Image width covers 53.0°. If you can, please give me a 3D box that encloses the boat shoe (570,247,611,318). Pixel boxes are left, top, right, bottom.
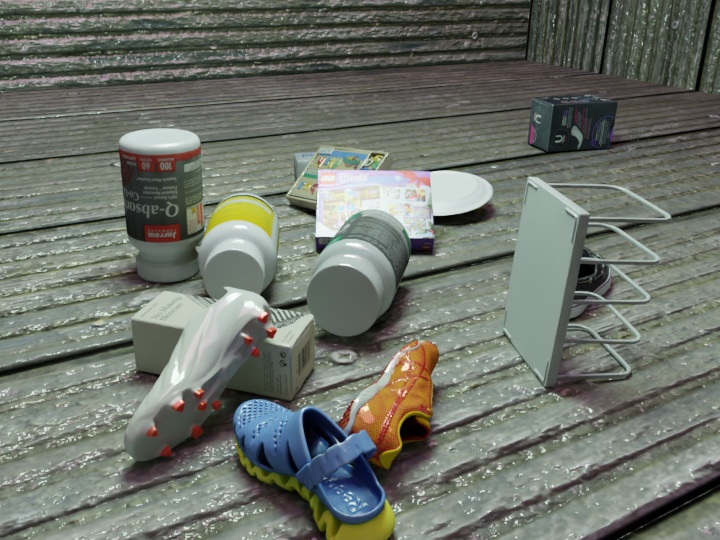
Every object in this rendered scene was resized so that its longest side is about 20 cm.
[{"bbox_3d":[0.314,0.002,1.035,0.069,0.068,0.199,17,28,32],"label":"boat shoe"}]

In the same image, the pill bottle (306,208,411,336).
[{"bbox_3d":[0.000,0.000,0.961,0.110,0.116,0.200,6,22,11],"label":"pill bottle"}]

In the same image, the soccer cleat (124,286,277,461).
[{"bbox_3d":[-0.165,0.099,0.719,0.076,0.070,0.201,23,58,29],"label":"soccer cleat"}]

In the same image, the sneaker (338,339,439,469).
[{"bbox_3d":[0.043,0.135,0.733,0.076,0.074,0.200,34,32,10],"label":"sneaker"}]

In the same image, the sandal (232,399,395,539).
[{"bbox_3d":[-0.044,0.155,0.635,0.079,0.089,0.198,-22,30,-40],"label":"sandal"}]

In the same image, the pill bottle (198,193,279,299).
[{"bbox_3d":[-0.170,-0.028,1.020,0.108,0.114,0.201,-1,22,-5],"label":"pill bottle"}]

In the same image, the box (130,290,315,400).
[{"bbox_3d":[-0.154,0.082,0.819,0.195,0.070,0.082,8,25,14],"label":"box"}]

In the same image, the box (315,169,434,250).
[{"bbox_3d":[0.023,-0.102,1.207,0.195,0.039,0.140,1,59,-1],"label":"box"}]

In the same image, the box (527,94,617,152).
[{"bbox_3d":[0.547,-0.383,1.872,0.195,0.125,0.106,-6,24,-18],"label":"box"}]

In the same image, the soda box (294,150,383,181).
[{"bbox_3d":[-0.040,-0.210,1.513,0.195,0.065,0.069,-3,23,-9],"label":"soda box"}]

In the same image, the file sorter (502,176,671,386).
[{"bbox_3d":[0.260,0.011,0.847,0.121,0.205,0.139,1,22,-11],"label":"file sorter"}]

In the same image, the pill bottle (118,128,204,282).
[{"bbox_3d":[-0.286,-0.095,1.053,0.113,0.205,0.116,1,22,0],"label":"pill bottle"}]

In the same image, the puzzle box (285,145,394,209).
[{"bbox_3d":[-0.042,-0.168,1.338,0.198,0.025,0.134,15,66,46],"label":"puzzle box"}]

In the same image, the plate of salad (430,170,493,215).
[{"bbox_3d":[0.156,-0.142,1.387,0.195,0.049,0.201,-5,31,3],"label":"plate of salad"}]
